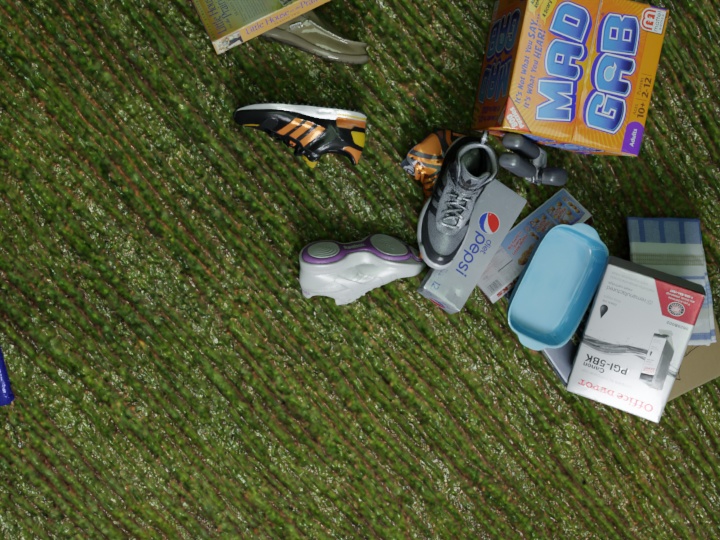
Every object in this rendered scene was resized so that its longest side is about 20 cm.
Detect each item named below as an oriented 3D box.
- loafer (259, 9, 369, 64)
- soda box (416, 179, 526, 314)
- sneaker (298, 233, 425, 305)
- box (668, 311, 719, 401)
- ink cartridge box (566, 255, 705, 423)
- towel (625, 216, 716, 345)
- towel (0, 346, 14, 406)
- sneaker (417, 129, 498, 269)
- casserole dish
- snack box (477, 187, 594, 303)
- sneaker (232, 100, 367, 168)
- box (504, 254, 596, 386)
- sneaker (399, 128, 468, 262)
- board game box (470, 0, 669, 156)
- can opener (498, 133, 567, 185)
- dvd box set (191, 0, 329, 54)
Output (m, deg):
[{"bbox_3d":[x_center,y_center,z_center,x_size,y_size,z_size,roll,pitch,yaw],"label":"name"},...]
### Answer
[{"bbox_3d":[-0.077,-0.350,1.451,0.198,0.076,0.068,17,99,-8],"label":"loafer"},{"bbox_3d":[0.166,-0.036,1.508,0.068,0.063,0.201,32,81,-3],"label":"soda box"},{"bbox_3d":[0.000,0.000,1.522,0.197,0.075,0.101,-2,128,-14],"label":"sneaker"},{"bbox_3d":[0.481,0.114,1.567,0.198,0.021,0.165,-19,93,-26],"label":"box"},{"bbox_3d":[0.399,0.100,1.466,0.145,0.083,0.202,18,103,13],"label":"ink cartridge box"},{"bbox_3d":[0.477,0.017,1.552,0.145,0.024,0.203,0,80,-22],"label":"towel"},{"bbox_3d":[-0.619,0.142,1.469,0.197,0.050,0.150,-9,106,-6],"label":"towel"},{"bbox_3d":[0.137,-0.103,1.418,0.075,0.114,0.202,18,82,-6],"label":"sneaker"},{"bbox_3d":[0.289,0.021,1.504,0.120,0.039,0.202,23,97,-19],"label":"casserole dish"},{"bbox_3d":[0.257,-0.039,1.539,0.199,0.072,0.024,-39,144,-1],"label":"snack box"},{"bbox_3d":[-0.089,-0.197,1.473,0.197,0.070,0.091,3,94,-9],"label":"sneaker"},{"bbox_3d":[0.334,0.064,1.570,0.157,0.051,0.201,-35,101,-1],"label":"box"},{"bbox_3d":[0.102,-0.118,1.511,0.111,0.078,0.202,22,82,-5],"label":"sneaker"},{"bbox_3d":[0.291,-0.282,1.442,0.197,0.200,0.203,10,96,-8],"label":"board game box"},{"bbox_3d":[0.257,-0.158,1.463,0.066,0.200,0.054,12,92,22],"label":"can opener"},{"bbox_3d":[-0.139,-0.401,1.418,0.198,0.029,0.147,-27,58,-3],"label":"dvd box set"}]
